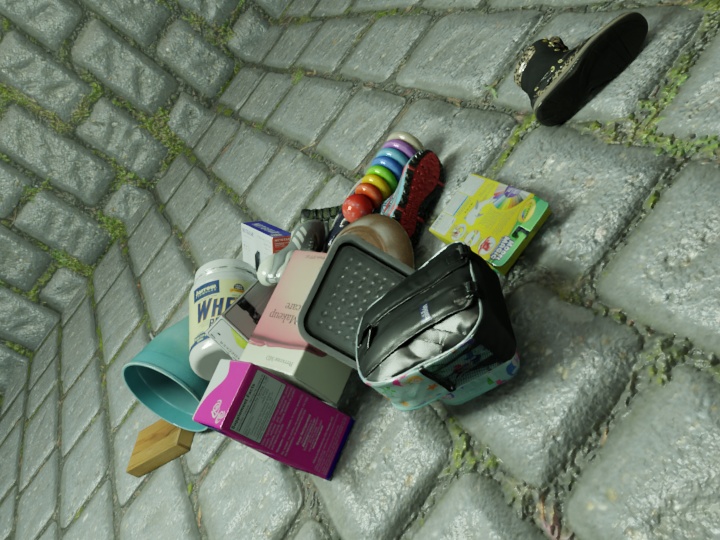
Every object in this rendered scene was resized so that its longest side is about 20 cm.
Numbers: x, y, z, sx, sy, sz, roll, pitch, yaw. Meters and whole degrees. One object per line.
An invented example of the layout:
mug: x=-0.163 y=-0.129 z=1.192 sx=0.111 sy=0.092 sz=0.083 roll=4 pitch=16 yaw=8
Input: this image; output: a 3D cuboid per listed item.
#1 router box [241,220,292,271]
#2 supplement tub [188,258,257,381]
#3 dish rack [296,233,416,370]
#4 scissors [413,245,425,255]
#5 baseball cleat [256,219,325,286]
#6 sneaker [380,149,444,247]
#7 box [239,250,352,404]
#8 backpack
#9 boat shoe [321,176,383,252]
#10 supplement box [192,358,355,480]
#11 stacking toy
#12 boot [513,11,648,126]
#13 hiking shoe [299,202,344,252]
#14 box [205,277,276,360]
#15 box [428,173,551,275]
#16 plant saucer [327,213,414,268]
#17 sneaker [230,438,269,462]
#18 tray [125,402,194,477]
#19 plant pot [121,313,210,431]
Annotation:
router box: x=-0.182 y=0.003 z=1.397 sx=0.200 sy=0.049 sz=0.180 roll=23 pitch=118 yaw=62
supplement tub: x=-0.247 y=0.093 z=1.309 sx=0.145 sy=0.145 sz=0.200 roll=-36 pitch=47 yaw=30
dish rack: x=0.015 y=0.061 z=0.997 sx=0.172 sy=0.200 sz=0.044 roll=-65 pitch=16 yaw=-18
scissors: x=0.035 y=0.013 z=1.205 sx=0.200 sy=0.014 sz=0.073 roll=-21 pitch=40 yaw=44
baseball cleat: x=-0.093 y=-0.027 z=1.227 sx=0.106 sy=0.070 sz=0.200 roll=5 pitch=36 yaw=30
sneaker: x=0.073 y=-0.126 z=1.226 sx=0.095 sy=0.079 sz=0.200 roll=-4 pitch=55 yaw=57
box: x=-0.070 y=0.082 z=1.066 sx=0.128 sy=0.109 sz=0.200 roll=6 pitch=63 yaw=42
backpack: x=0.094 y=0.083 z=0.891 sx=0.200 sy=0.151 sz=0.178 roll=-31 pitch=35 yaw=21
boat shoe: x=-0.009 y=-0.087 z=1.290 sx=0.093 sy=0.075 sz=0.200 roll=-174 pitch=109 yaw=-85
supplement box: x=-0.125 y=0.217 z=1.024 sx=0.101 sy=0.200 sz=0.104 roll=-5 pitch=55 yaw=55
stacking toy: x=0.036 y=-0.162 z=1.265 sx=0.085 sy=0.085 sz=0.200 roll=-6 pitch=38 yaw=54
boot: x=0.327 y=-0.327 z=1.075 sx=0.200 sy=0.073 sz=0.151 roll=-48 pitch=28 yaw=22
hiking shoe: x=-0.067 y=-0.092 z=1.374 sx=0.200 sy=0.101 sz=0.076 roll=-44 pitch=29 yaw=19
box: x=-0.160 y=0.078 z=1.206 sx=0.060 sy=0.117 sz=0.200 roll=-42 pitch=5 yaw=38
box: x=0.192 y=-0.069 z=1.022 sx=0.117 sy=0.048 sz=0.200 roll=-53 pitch=26 yaw=2
plant saucer: x=0.000 y=0.000 z=1.163 sx=0.200 sy=0.037 sz=0.201 roll=-11 pitch=73 yaw=40
sneaker: x=-0.125 y=0.213 z=1.142 sx=0.200 sy=0.116 sz=0.074 roll=-51 pitch=2 yaw=-16
tray: x=-0.421 y=0.362 z=1.486 sx=0.200 sy=0.037 sz=0.099 roll=-32 pitch=36 yaw=34
plant pot: x=-0.337 y=0.184 z=1.402 sx=0.200 sy=0.200 sz=0.188 roll=-21 pitch=29 yaw=46
